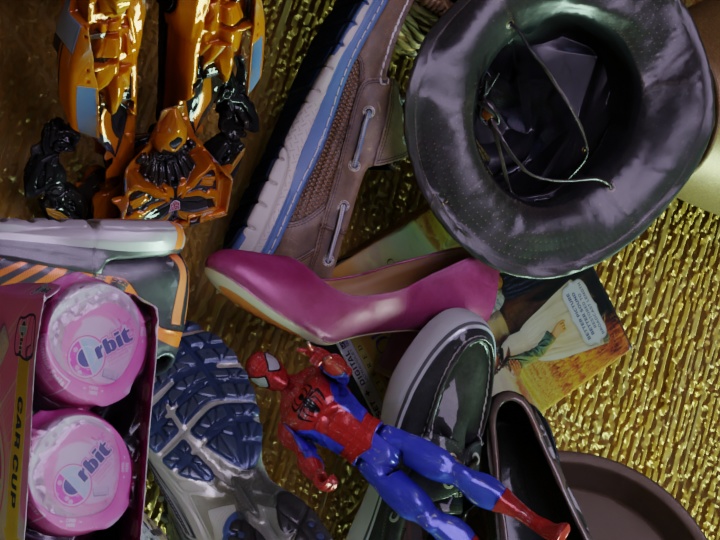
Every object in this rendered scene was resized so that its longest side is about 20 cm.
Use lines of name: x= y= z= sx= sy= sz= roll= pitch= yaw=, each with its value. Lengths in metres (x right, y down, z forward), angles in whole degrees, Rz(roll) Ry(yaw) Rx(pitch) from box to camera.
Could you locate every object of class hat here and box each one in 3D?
hat: x=0.105 y=-0.095 z=1.604 sx=0.199 sy=0.081 sz=0.202 roll=-2 pitch=94 yaw=-21

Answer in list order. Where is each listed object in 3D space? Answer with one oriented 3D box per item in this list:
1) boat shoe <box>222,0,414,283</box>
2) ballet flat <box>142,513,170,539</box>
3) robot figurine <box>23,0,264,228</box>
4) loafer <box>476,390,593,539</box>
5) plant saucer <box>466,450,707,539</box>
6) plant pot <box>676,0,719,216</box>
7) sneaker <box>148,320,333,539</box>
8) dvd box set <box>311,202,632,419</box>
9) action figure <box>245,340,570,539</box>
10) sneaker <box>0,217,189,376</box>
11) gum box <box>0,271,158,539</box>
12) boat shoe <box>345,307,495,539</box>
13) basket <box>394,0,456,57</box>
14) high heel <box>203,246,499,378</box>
boat shoe: x=-0.008 y=-0.083 z=1.587 sx=0.072 sy=0.072 sz=0.201 roll=28 pitch=85 yaw=-14
ballet flat: x=-0.176 y=0.120 z=1.443 sx=0.199 sy=0.072 sz=0.073 roll=10 pitch=76 yaw=-32
robot figurine: x=-0.111 y=-0.095 z=1.480 sx=0.144 sy=0.058 sz=0.201 roll=-18 pitch=133 yaw=-26
loafer: x=0.104 y=0.165 z=1.574 sx=0.071 sy=0.063 sz=0.201 roll=-17 pitch=74 yaw=-4
plant saucer: x=0.117 y=0.206 z=1.609 sx=0.198 sy=0.029 sz=0.202 roll=0 pitch=74 yaw=-1
plant pot: x=0.253 y=-0.102 z=1.703 sx=0.199 sy=0.186 sz=0.188 roll=-5 pitch=84 yaw=-43
sneaker: x=-0.087 y=0.121 z=1.511 sx=0.077 sy=0.085 sz=0.201 roll=-17 pitch=69 yaw=-30
dvd box set: x=0.062 y=0.030 z=1.655 sx=0.199 sy=0.029 sz=0.147 roll=-31 pitch=98 yaw=-35
action figure: x=0.014 y=0.103 z=1.485 sx=0.199 sy=0.099 sz=0.065 roll=34 pitch=92 yaw=12
sneaker: x=-0.187 y=0.029 z=1.435 sx=0.198 sy=0.078 sz=0.113 roll=0 pitch=92 yaw=-10
gum box: x=-0.155 y=0.100 z=1.353 sx=0.066 sy=0.113 sz=0.202 roll=4 pitch=91 yaw=-28
boat shoe: x=0.041 y=0.122 z=1.558 sx=0.068 sy=0.056 sz=0.201 roll=8 pitch=105 yaw=-43
basket: x=0.055 y=-0.241 z=1.628 sx=0.142 sy=0.149 sz=0.201 roll=-29 pitch=99 yaw=-35
high heel: x=0.000 y=0.000 z=1.536 sx=0.199 sy=0.067 sz=0.096 roll=26 pitch=88 yaw=-37
